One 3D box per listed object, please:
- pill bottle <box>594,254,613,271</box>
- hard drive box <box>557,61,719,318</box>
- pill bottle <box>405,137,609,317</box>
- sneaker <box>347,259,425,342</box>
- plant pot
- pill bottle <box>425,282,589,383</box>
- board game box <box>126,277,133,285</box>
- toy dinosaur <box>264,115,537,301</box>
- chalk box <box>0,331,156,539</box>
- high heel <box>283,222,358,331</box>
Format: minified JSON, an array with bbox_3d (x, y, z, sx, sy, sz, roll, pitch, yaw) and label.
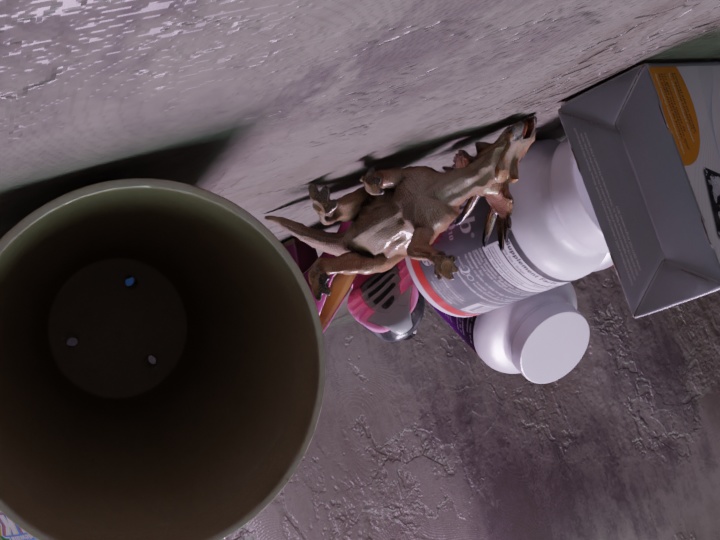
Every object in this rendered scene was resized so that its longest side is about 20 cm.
[{"bbox_3d":[0.233,-0.061,1.062,0.198,0.114,0.112,-14,174,-38],"label":"pill bottle"},{"bbox_3d":[0.247,-0.066,0.818,0.076,0.158,0.199,-23,174,41],"label":"hard drive box"},{"bbox_3d":[0.136,-0.039,0.929,0.115,0.117,0.199,-14,173,-40],"label":"pill bottle"},{"bbox_3d":[0.032,0.030,1.060,0.078,0.096,0.200,-33,-160,3],"label":"sneaker"},{"bbox_3d":[-0.134,0.045,0.646,0.185,0.190,0.200,-17,-172,-15],"label":"plant pot"},{"bbox_3d":[0.134,0.023,1.096,0.111,0.114,0.200,-16,-145,-20],"label":"pill bottle"},{"bbox_3d":[-0.172,0.039,0.999,0.193,0.057,0.200,-18,175,-4],"label":"board game box"},{"bbox_3d":[0.034,-0.037,0.810,0.198,0.087,0.135,-15,-176,32],"label":"toy dinosaur"},{"bbox_3d":[-0.204,0.125,0.823,0.122,0.202,0.125,-19,-160,23],"label":"chalk box"},{"bbox_3d":[0.000,0.000,0.969,0.198,0.097,0.067,-21,174,34],"label":"high heel"}]
